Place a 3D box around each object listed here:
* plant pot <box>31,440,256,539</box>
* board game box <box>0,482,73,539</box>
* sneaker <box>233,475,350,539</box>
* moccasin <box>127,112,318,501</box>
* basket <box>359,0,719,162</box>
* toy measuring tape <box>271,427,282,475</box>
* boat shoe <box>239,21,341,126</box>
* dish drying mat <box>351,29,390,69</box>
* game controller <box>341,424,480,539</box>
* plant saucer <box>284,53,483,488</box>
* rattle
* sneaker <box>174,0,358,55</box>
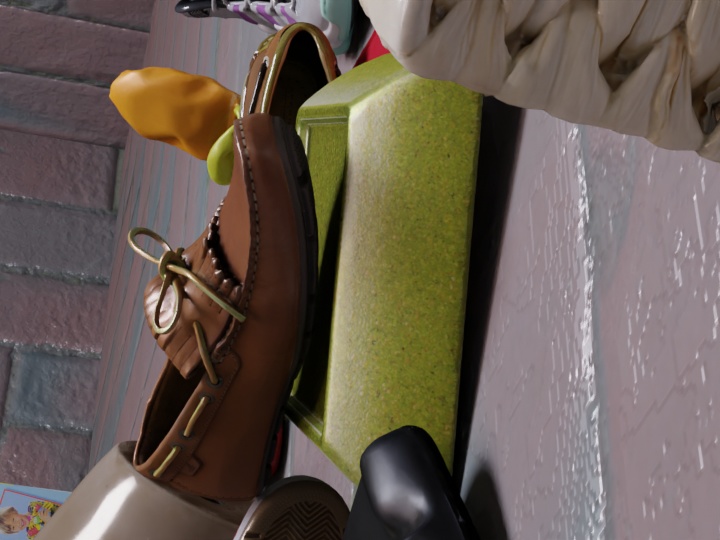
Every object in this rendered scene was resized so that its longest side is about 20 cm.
[{"bbox_3d":[-0.123,0.197,1.009,0.174,0.200,0.200,-64,13,5],"label":"plant pot"},{"bbox_3d":[-0.192,0.222,1.252,0.103,0.199,0.105,116,161,-56],"label":"board game box"},{"bbox_3d":[-0.049,0.184,0.884,0.112,0.071,0.201,-134,51,-73],"label":"sneaker"},{"bbox_3d":[-0.063,0.018,0.774,0.202,0.078,0.074,108,163,-46],"label":"moccasin"},{"bbox_3d":[0.063,-0.109,0.392,0.200,0.123,0.136,-106,28,-68],"label":"basket"},{"bbox_3d":[-0.077,0.071,1.130,0.074,0.073,0.201,-121,41,-74],"label":"toy measuring tape"},{"bbox_3d":[-0.038,-0.031,0.945,0.068,0.072,0.201,126,140,-72],"label":"boat shoe"},{"bbox_3d":[0.010,-0.092,0.937,0.200,0.018,0.077,131,144,-70],"label":"dish drying mat"},{"bbox_3d":[0.005,0.158,0.691,0.104,0.042,0.200,-102,23,-56],"label":"game controller"},{"bbox_3d":[0.000,0.000,0.790,0.200,0.048,0.201,-159,73,-78],"label":"plant saucer"},{"bbox_3d":[-0.081,-0.030,1.051,0.130,0.143,0.200,135,147,-59],"label":"rattle"},{"bbox_3d":[-0.076,-0.181,1.128,0.200,0.140,0.078,-157,76,-79],"label":"sneaker"}]
